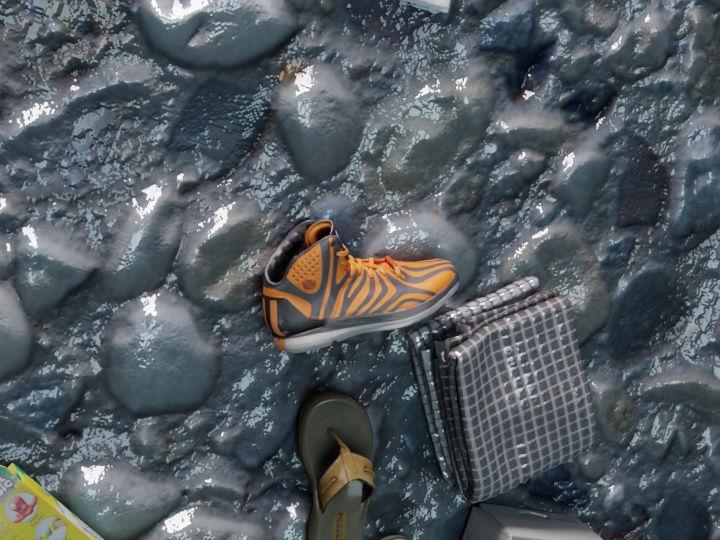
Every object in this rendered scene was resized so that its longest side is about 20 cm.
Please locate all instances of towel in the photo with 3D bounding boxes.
[{"bbox_3d":[0.153,0.125,1.489,0.165,0.086,0.200,-22,114,-20],"label":"towel"}]

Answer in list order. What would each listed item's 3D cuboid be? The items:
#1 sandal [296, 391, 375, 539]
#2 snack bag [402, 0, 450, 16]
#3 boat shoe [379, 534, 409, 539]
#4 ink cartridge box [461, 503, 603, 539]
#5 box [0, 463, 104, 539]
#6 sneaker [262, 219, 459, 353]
[{"bbox_3d":[-0.020,0.217,1.450,0.082,0.055,0.200,-5,108,-25],"label":"sandal"},{"bbox_3d":[0.023,-0.347,1.314,0.188,0.021,0.200,7,102,-28],"label":"snack bag"},{"bbox_3d":[0.045,0.376,1.529,0.075,0.062,0.200,-10,108,-21],"label":"boat shoe"},{"bbox_3d":[0.171,0.367,1.575,0.146,0.085,0.200,12,98,-29],"label":"ink cartridge box"},{"bbox_3d":[-0.308,0.269,1.330,0.117,0.048,0.200,-45,122,-7],"label":"box"},{"bbox_3d":[0.000,0.000,1.379,0.200,0.078,0.112,-18,114,-20],"label":"sneaker"}]
